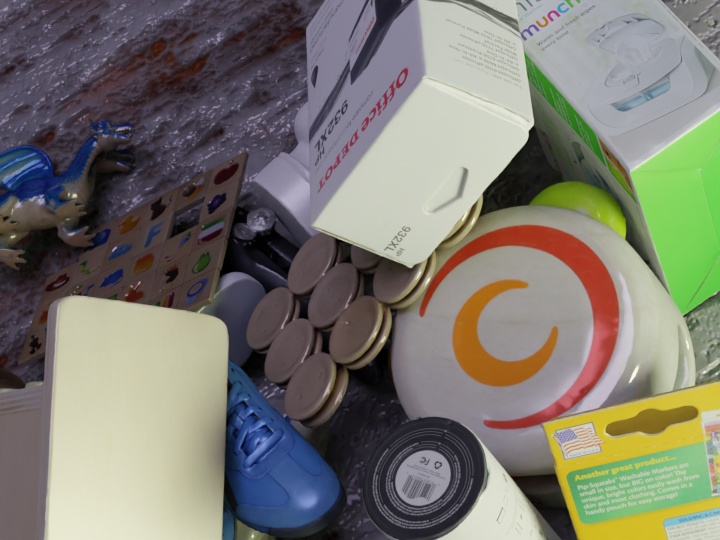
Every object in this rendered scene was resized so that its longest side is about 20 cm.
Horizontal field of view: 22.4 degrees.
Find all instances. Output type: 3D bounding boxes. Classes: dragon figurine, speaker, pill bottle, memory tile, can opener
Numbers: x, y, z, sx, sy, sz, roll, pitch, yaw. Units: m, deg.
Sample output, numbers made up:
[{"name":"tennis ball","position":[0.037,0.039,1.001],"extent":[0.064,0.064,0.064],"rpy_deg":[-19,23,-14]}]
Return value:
[{"name":"dragon figurine","position":[-0.268,-0.058,1.454],"extent":[0.199,0.059,0.100],"rpy_deg":[-18,43,-1]},{"name":"speaker","position":[0.075,0.167,1.128],"extent":[0.081,0.200,0.081],"rpy_deg":[-12,57,19]},{"name":"pill bottle","position":[0.021,-0.102,1.353],"extent":[0.200,0.120,0.120],"rpy_deg":[-43,56,-8]},{"name":"memory tile","position":[0.000,0.000,1.234],"extent":[0.200,0.017,0.153],"rpy_deg":[-52,30,9]},{"name":"can opener","position":[-0.042,0.018,1.348],"extent":[0.200,0.079,0.063],"rpy_deg":[33,49,26]}]

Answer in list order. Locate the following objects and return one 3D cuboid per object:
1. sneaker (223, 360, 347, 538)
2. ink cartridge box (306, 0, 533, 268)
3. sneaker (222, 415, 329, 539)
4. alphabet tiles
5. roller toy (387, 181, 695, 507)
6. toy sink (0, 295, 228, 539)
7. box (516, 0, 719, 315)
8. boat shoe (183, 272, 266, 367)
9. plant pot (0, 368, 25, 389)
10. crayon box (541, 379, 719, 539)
[{"name":"sneaker","position":[-0.084,0.106,1.207],"extent":[0.066,0.079,0.200],"rpy_deg":[-36,40,-16]},{"name":"ink cartridge box","position":[0.032,-0.128,1.177],"extent":[0.145,0.084,0.200],"rpy_deg":[-51,29,38]},{"name":"sneaker","position":[-0.110,0.165,1.269],"extent":[0.111,0.077,0.200],"rpy_deg":[25,78,20]},{"name":"alphabet tiles","position":[-0.175,0.003,1.376],"extent":[0.200,0.008,0.167],"rpy_deg":[-25,34,28]},{"name":"roller toy","position":[0.122,0.062,1.209],"extent":[0.200,0.140,0.183],"rpy_deg":[-34,60,9]},{"name":"toy sink","position":[-0.170,0.127,1.159],"extent":[0.112,0.130,0.201],"rpy_deg":[-13,73,49]},{"name":"box","position":[0.191,-0.098,1.241],"extent":[0.097,0.200,0.177],"rpy_deg":[-35,56,-2]},{"name":"boat shoe","position":[-0.146,0.080,1.330],"extent":[0.066,0.070,0.200],"rpy_deg":[35,96,45]},{"name":"plant pot","position":[-0.244,0.167,1.245],"extent":[0.092,0.201,0.201],"rpy_deg":[5,63,19]},{"name":"crayon box","position":[0.193,0.142,1.101],"extent":[0.125,0.200,0.052],"rpy_deg":[-14,30,11]}]
